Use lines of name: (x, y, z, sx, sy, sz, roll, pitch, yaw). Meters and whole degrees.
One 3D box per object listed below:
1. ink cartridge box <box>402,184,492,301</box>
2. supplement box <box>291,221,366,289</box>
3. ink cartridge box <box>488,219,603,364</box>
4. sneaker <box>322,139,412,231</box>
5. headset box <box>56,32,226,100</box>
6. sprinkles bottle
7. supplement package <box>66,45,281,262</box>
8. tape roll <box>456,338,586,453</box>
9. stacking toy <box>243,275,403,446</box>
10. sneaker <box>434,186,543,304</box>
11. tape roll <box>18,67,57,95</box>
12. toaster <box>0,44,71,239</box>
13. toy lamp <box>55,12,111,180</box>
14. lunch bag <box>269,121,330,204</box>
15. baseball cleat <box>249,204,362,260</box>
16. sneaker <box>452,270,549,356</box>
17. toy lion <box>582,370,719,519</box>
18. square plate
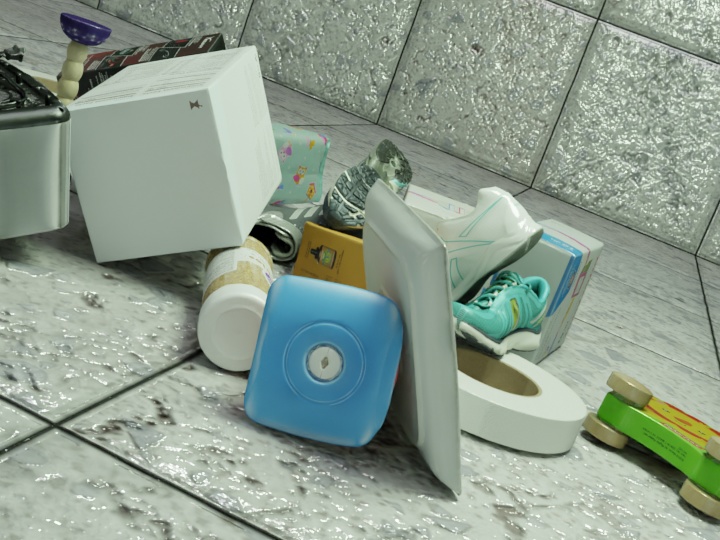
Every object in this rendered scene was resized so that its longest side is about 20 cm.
ink cartridge box: (0.091, -0.016, 1.278, 0.124, 0.130, 0.200, 21, 12, 0)
supplement box: (0.000, 0.000, 1.136, 0.068, 0.067, 0.199, 13, 5, -34)
ink cartridge box: (0.217, 0.023, 1.277, 0.084, 0.146, 0.200, 25, 14, 17)
sneaker: (-0.001, -0.083, 1.270, 0.078, 0.086, 0.200, 50, 32, -3)
headset box: (-0.239, -0.173, 1.194, 0.198, 0.150, 0.075, -8, 27, 10)
sprinkles bottle: (-0.109, 0.023, 0.945, 0.068, 0.069, 0.200, 18, 13, -11)
supplement package: (-0.180, -0.121, 1.052, 0.149, 0.153, 0.200, -7, 21, 10)
tape roll: (0.118, 0.110, 1.014, 0.201, 0.037, 0.203, 19, 13, -4)
stacking toy: (-0.023, 0.070, 0.868, 0.109, 0.117, 0.200, 13, -1, 2)
sneaker: (0.100, -0.009, 1.117, 0.081, 0.200, 0.070, 53, 25, 12)
tape roll: (-0.442, -0.248, 1.547, 0.201, 0.037, 0.203, 20, 14, -5)
toaster: (-0.355, -0.112, 0.924, 0.199, 0.120, 0.180, -13, 33, -35)
toy lamp: (-0.301, -0.152, 1.055, 0.058, 0.202, 0.058, 20, 12, -4)
lunch bag: (-0.169, -0.167, 1.499, 0.199, 0.123, 0.170, 19, 13, 32)
baseball cleat: (-0.071, -0.040, 1.286, 0.198, 0.070, 0.107, 2, 26, -27)
sneaker: (0.137, 0.037, 1.085, 0.077, 0.080, 0.199, 27, 14, 28)
toy lion: (0.332, 0.175, 1.059, 0.191, 0.069, 0.200, 19, 11, -42)
square plate: (0.035, 0.047, 0.842, 0.028, 0.202, 0.198, -9, 20, -11)
